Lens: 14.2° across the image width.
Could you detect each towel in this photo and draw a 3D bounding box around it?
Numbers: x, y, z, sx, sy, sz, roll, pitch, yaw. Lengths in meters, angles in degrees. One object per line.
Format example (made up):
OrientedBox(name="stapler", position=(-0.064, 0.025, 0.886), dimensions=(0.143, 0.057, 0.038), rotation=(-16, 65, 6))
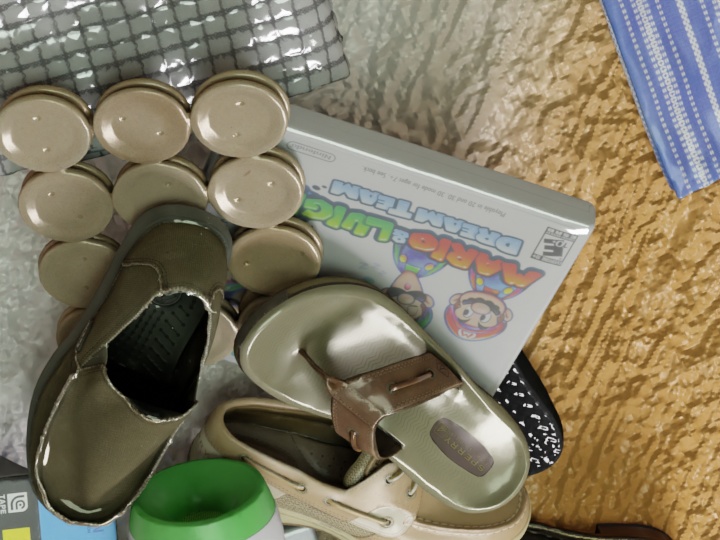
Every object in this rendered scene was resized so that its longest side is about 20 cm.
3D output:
OrientedBox(name="towel", position=(0.242, -0.139, 1.606), dimensions=(0.200, 0.024, 0.145), rotation=(-24, 114, -2))
OrientedBox(name="towel", position=(-0.121, -0.150, 1.486), dimensions=(0.199, 0.086, 0.166), rotation=(-17, 122, 0))

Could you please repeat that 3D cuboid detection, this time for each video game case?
OrientedBox(name="video game case", position=(0.000, 0.000, 1.548), dimensions=(0.199, 0.024, 0.182), rotation=(17, 134, -11))

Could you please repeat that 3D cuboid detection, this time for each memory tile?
OrientedBox(name="memory tile", position=(-0.099, -0.023, 1.503), dimensions=(0.153, 0.017, 0.200), rotation=(-5, 133, 6))

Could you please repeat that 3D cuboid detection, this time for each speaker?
OrientedBox(name="speaker", position=(-0.074, 0.208, 1.593), dimensions=(0.088, 0.088, 0.201), rotation=(-12, 116, -8))

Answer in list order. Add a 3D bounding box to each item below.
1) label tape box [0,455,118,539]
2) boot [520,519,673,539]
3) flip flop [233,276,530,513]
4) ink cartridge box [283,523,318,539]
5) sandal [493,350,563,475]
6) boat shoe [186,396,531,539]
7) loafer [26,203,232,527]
OrientedBox(name="label tape box", position=(-0.234, 0.177, 1.597), dimensions=(0.199, 0.063, 0.145), rotation=(-5, 106, -11))
OrientedBox(name="boot", position=(0.103, 0.194, 1.670), dimensions=(0.199, 0.097, 0.075), rotation=(-5, 114, -11))
OrientedBox(name="flip flop", position=(0.019, 0.073, 1.543), dimensions=(0.081, 0.058, 0.200), rotation=(-45, 119, 9))
OrientedBox(name="ink cartridge box", position=(-0.107, 0.234, 1.667), dimensions=(0.199, 0.057, 0.163), rotation=(-18, 115, -10))
OrientedBox(name="sandal", position=(0.061, 0.036, 1.628), dimensions=(0.075, 0.045, 0.200), rotation=(-13, 131, 16))
OrientedBox(name="boat shoe", position=(0.006, 0.115, 1.617), dimensions=(0.199, 0.071, 0.065), rotation=(10, 146, -13))
OrientedBox(name="loafer", position=(-0.124, 0.060, 1.502), dimensions=(0.075, 0.070, 0.200), rotation=(15, 120, -14))
